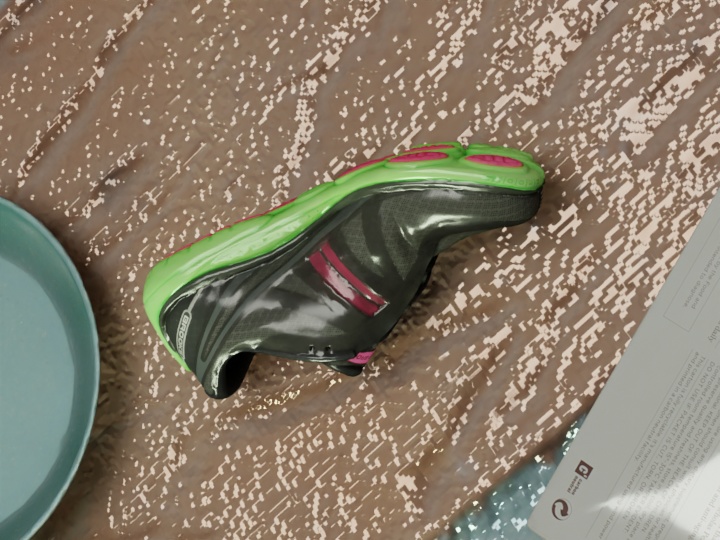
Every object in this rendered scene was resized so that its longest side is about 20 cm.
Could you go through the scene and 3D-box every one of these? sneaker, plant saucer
[{"bbox_3d":[0.000,0.000,1.157,0.200,0.077,0.084,-24,90,27],"label":"sneaker"},{"bbox_3d":[-0.209,0.058,1.260,0.199,0.036,0.201,-4,76,18],"label":"plant saucer"}]

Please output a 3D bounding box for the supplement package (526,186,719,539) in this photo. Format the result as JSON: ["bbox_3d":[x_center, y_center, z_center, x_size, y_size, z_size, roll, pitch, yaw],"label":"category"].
[{"bbox_3d":[0.211,0.070,0.978,0.200,0.147,0.192,33,99,28],"label":"supplement package"}]
